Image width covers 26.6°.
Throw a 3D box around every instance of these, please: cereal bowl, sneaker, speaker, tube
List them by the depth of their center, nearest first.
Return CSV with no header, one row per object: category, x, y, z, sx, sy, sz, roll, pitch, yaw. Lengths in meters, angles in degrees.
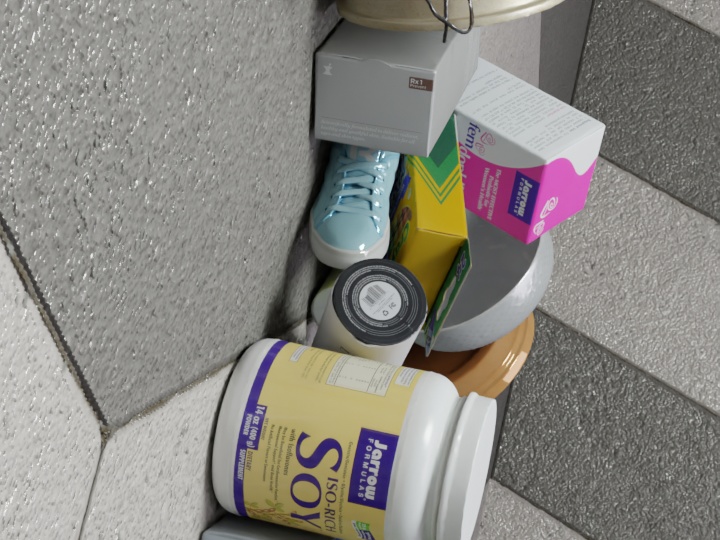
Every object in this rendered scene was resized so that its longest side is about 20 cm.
speaker,-0.003,0.070,1.311,0.200,0.081,0.081,111,-3,-61
sneaker,-0.005,-0.083,1.319,0.200,0.074,0.082,-82,174,-52
tube,0.000,0.000,1.466,0.058,0.052,0.200,-42,-172,23
cereal bowl,0.123,0.011,1.655,0.083,0.200,0.200,54,42,-39

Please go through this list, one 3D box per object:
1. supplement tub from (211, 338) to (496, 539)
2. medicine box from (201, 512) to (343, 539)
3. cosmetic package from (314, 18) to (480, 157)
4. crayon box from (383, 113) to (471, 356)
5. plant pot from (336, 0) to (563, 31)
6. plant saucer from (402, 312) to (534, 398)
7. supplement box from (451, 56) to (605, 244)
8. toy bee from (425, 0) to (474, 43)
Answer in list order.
supplement tub,-0.003,0.141,1.201,0.145,0.199,0.146,11,90,-78
medicine box,-0.071,0.298,1.267,0.182,0.103,0.201,-22,122,-76
cosmetic package,0.036,-0.181,1.322,0.200,0.106,0.090,-60,157,-53
crayon box,0.052,-0.039,1.393,0.200,0.051,0.126,-93,-161,-44
plant pot,0.068,-0.310,1.214,0.201,0.200,0.184,-59,145,-59
plant saucer,0.098,0.082,1.704,0.037,0.200,0.201,50,45,-36
supplement box,0.123,-0.128,1.482,0.103,0.200,0.101,-32,142,-41
toy bee,-0.014,-0.235,1.100,0.131,0.108,0.200,-54,129,-46
